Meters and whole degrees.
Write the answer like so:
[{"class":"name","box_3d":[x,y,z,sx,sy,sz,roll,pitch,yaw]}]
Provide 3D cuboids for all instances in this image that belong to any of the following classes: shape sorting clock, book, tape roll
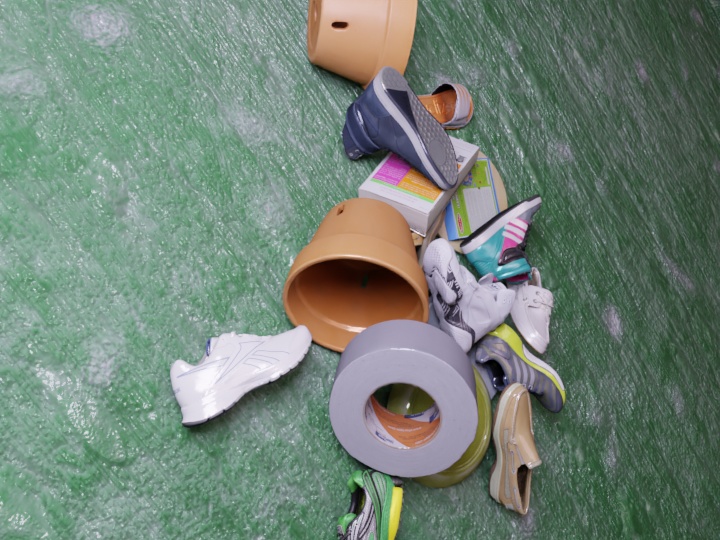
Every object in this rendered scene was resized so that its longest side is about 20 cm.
[{"class":"shape sorting clock","box_3d":[0.195,-0.130,0.993,0.194,0.039,0.209,6,78,-32]},{"class":"book","box_3d":[0.099,-0.164,0.900,0.130,0.049,0.201,26,56,20]},{"class":"tape roll","box_3d":[0.057,0.171,0.710,0.201,0.199,0.067,46,24,-12]}]

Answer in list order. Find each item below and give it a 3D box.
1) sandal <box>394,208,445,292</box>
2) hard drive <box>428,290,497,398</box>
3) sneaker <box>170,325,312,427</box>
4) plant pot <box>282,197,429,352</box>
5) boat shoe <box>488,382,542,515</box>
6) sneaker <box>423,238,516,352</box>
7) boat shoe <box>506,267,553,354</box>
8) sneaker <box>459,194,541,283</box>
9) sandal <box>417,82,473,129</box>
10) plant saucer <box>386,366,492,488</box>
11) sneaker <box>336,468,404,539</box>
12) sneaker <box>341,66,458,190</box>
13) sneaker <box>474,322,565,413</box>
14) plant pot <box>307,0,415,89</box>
[{"class":"sandal","box_3d":[0.083,-0.037,0.869,0.053,0.080,0.204,32,57,-9]},{"class":"hard drive","box_3d":[0.170,0.119,0.906,0.139,0.033,0.203,-39,99,-35]},{"class":"sneaker","box_3d":[-0.144,0.111,0.674,0.196,0.074,0.089,-26,86,-37]},{"class":"plant pot","box_3d":[0.000,0.000,0.743,0.196,0.199,0.144,30,44,-22]},{"class":"boat shoe","box_3d":[0.251,0.279,0.839,0.070,0.075,0.209,-12,109,-33]},{"class":"sneaker","box_3d":[0.165,0.023,0.812,0.112,0.075,0.205,-27,124,-12]},{"class":"boat shoe","box_3d":[0.302,0.057,0.941,0.070,0.069,0.203,40,28,-20]},{"class":"sneaker","box_3d":[0.273,-0.042,0.953,0.197,0.083,0.123,-34,94,-24]},{"class":"sandal","box_3d":[0.158,-0.309,1.009,0.202,0.059,0.082,-22,88,-36]},{"class":"plant saucer","box_3d":[0.131,0.226,0.825,0.192,0.031,0.209,4,81,-23]},{"class":"sneaker","box_3d":[0.000,0.365,0.701,0.083,0.078,0.207,20,56,-19]},{"class":"sneaker","box_3d":[0.057,-0.195,0.854,0.204,0.144,0.077,52,50,-10]},{"class":"sneaker","box_3d":[0.259,0.175,0.894,0.199,0.074,0.082,42,64,-8]},{"class":"plant pot","box_3d":[-0.007,-0.392,0.846,0.134,0.200,0.209,1,74,-15]}]
